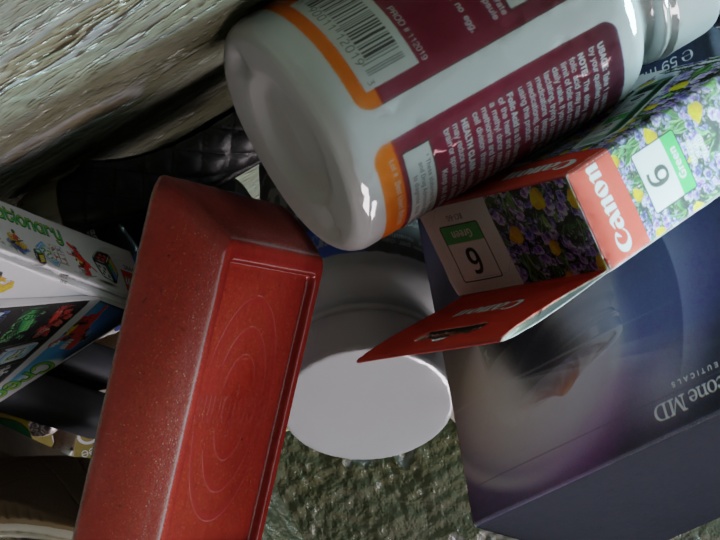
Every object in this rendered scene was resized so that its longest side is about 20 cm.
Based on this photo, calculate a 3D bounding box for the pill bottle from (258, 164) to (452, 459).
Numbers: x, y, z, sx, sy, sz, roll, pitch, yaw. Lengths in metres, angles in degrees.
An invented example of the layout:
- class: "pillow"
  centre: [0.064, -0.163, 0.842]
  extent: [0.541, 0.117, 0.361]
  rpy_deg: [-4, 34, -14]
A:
- class: "pill bottle"
  centre: [0.000, 0.000, 1.572]
  extent: [0.114, 0.114, 0.200]
  rpy_deg: [-32, -140, 27]

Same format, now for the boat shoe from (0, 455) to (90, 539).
- class: "boat shoe"
  centre: [-0.178, 0.136, 1.408]
  extent: [0.200, 0.065, 0.072]
  rpy_deg: [2, -153, -26]

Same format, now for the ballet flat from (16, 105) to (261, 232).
- class: "ballet flat"
  centre: [-0.076, -0.068, 1.347]
  extent: [0.200, 0.057, 0.066]
  rpy_deg: [-25, -169, 2]

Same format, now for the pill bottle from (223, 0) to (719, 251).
- class: "pill bottle"
  centre: [0.051, -0.102, 1.235]
  extent: [0.200, 0.114, 0.114]
  rpy_deg: [-29, 177, -18]

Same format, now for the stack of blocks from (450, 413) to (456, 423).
- class: "stack of blocks"
  centre: [0.077, 0.038, 1.610]
  extent: [0.200, 0.059, 0.115]
  rpy_deg: [-10, -131, 33]

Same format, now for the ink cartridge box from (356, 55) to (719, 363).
- class: "ink cartridge box"
  centre: [0.088, -0.029, 1.238]
  extent: [0.200, 0.050, 0.109]
  rpy_deg: [-32, -168, -34]

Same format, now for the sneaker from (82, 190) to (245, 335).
- class: "sneaker"
  centre: [-0.149, -0.001, 1.493]
  extent: [0.199, 0.081, 0.115]
  rpy_deg: [-24, 164, 4]

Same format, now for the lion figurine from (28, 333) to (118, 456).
- class: "lion figurine"
  centre: [-0.137, 0.045, 1.622]
  extent: [0.200, 0.073, 0.123]
  rpy_deg: [-11, -137, 10]

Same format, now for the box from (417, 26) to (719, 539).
- class: "box"
  centre: [0.148, 0.016, 1.417]
  extent: [0.200, 0.199, 0.123]
  rpy_deg: [-29, 149, 33]

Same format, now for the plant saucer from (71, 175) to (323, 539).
- class: "plant saucer"
  centre: [-0.071, 0.063, 1.333]
  extent: [0.037, 0.200, 0.200]
  rpy_deg: [14, -179, 16]

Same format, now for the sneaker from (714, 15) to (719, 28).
- class: "sneaker"
  centre: [0.200, -0.117, 1.534]
  extent: [0.200, 0.070, 0.109]
  rpy_deg: [-28, 180, -1]

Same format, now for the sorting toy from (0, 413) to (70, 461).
- class: "sorting toy"
  centre: [-0.270, 0.114, 1.473]
  extent: [0.200, 0.070, 0.199]
  rpy_deg: [-31, 148, 17]

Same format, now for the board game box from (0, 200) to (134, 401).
- class: "board game box"
  centre: [-0.211, 0.038, 1.266]
  extent: [0.200, 0.035, 0.126]
  rpy_deg: [-32, 151, 22]

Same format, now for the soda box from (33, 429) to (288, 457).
- class: "soda box"
  centre: [-0.135, 0.082, 1.712]
  extent: [0.200, 0.068, 0.064]
  rpy_deg: [-16, -161, -9]

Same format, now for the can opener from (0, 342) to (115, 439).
- class: "can opener"
  centre: [-0.171, 0.043, 1.396]
  extent: [0.066, 0.053, 0.200]
  rpy_deg: [-10, 161, 24]

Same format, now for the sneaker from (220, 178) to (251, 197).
- class: "sneaker"
  centre: [-0.137, 0.008, 1.693]
  extent: [0.200, 0.075, 0.079]
  rpy_deg: [-33, 174, 39]
